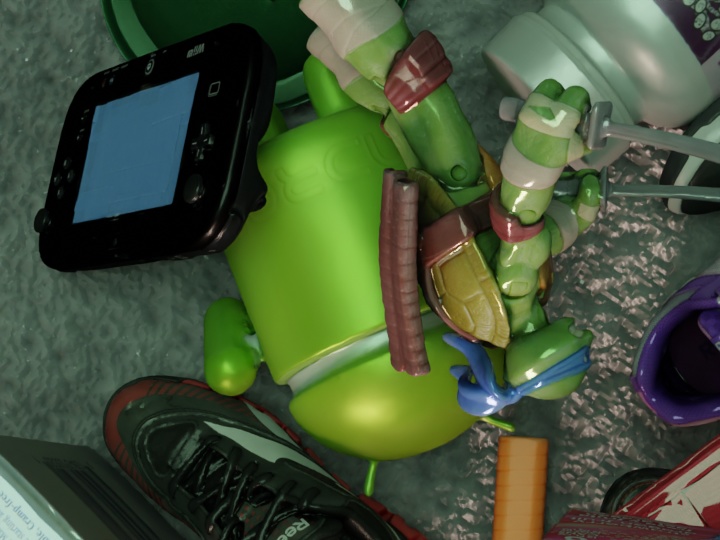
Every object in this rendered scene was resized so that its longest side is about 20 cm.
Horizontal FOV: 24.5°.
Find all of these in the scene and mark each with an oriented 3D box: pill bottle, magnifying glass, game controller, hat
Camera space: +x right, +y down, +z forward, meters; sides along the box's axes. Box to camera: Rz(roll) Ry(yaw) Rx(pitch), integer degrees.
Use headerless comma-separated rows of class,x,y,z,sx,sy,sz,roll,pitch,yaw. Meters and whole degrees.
pill bottle,0.158,-0.141,0.798,0.200,0.112,0.112,-42,80,0
magnifying glass,0.074,0.182,0.811,0.079,0.022,0.201,3,82,7
game controller,-0.101,-0.054,0.791,0.042,0.200,0.105,7,83,-34
hat,-0.054,-0.183,0.793,0.200,0.176,0.166,-39,80,0

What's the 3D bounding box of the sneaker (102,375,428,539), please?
sneaker,-0.045,0.115,0.795,0.200,0.098,0.071,35,91,11

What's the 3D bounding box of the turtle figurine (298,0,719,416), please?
turtle figurine,0.073,-0.059,0.700,0.200,0.144,0.194,-40,83,30

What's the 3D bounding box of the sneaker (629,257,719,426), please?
sneaker,0.194,0.009,0.742,0.081,0.088,0.200,53,126,13

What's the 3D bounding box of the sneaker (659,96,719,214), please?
sneaker,0.242,-0.060,0.785,0.199,0.072,0.083,-21,64,-1

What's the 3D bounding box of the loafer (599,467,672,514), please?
loafer,0.203,0.155,0.775,0.199,0.072,0.073,29,88,10

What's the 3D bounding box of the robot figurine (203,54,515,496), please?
robot figurine,0.000,0.000,0.795,0.175,0.116,0.201,-23,81,2

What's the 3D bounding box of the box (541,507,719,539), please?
box,0.150,0.138,0.504,0.199,0.095,0.100,7,89,14

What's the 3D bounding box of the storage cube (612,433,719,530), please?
storage cube,0.170,0.152,0.635,0.200,0.171,0.180,-37,79,9

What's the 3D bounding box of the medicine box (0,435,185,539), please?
medicine box,-0.183,0.180,0.758,0.103,0.182,0.200,43,89,10
